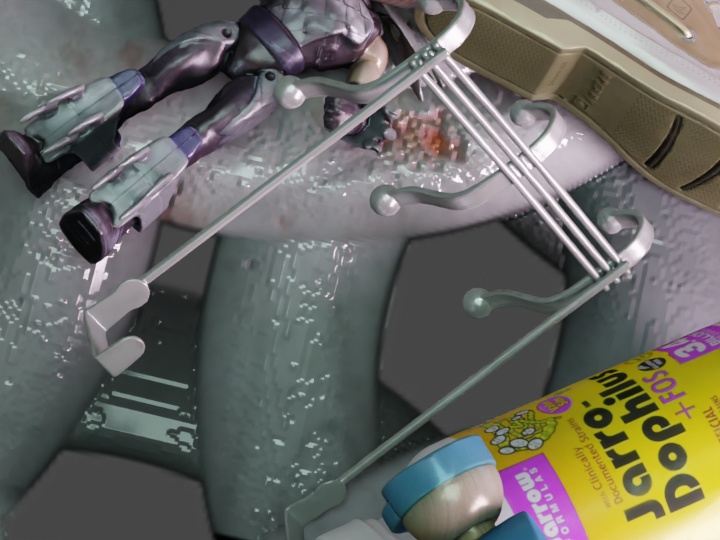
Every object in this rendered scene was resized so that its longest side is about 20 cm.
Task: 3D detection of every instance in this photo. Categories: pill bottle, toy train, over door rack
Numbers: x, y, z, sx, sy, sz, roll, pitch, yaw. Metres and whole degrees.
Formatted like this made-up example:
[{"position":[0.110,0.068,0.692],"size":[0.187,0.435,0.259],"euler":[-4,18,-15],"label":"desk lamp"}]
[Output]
[{"position":[0.086,0.100,1.177],"size":[0.200,0.104,0.104],"euler":[-23,82,-15],"label":"pill bottle"},{"position":[-0.007,0.155,1.081],"size":[0.200,0.085,0.116],"euler":[-33,73,4],"label":"toy train"},{"position":[0.000,0.000,1.188],"size":[0.200,0.067,0.148],"euler":[-43,121,-1],"label":"over door rack"}]

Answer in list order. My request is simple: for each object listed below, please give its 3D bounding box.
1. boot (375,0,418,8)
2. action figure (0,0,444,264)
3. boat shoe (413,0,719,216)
[{"position":[-0.026,-0.197,1.194],"size":[0.146,0.070,0.200],"euler":[31,39,-34],"label":"boot"},{"position":[-0.049,-0.084,1.230],"size":[0.200,0.069,0.130],"euler":[-38,74,-15],"label":"action figure"},{"position":[0.123,-0.088,1.240],"size":[0.200,0.075,0.068],"euler":[32,64,-10],"label":"boat shoe"}]
